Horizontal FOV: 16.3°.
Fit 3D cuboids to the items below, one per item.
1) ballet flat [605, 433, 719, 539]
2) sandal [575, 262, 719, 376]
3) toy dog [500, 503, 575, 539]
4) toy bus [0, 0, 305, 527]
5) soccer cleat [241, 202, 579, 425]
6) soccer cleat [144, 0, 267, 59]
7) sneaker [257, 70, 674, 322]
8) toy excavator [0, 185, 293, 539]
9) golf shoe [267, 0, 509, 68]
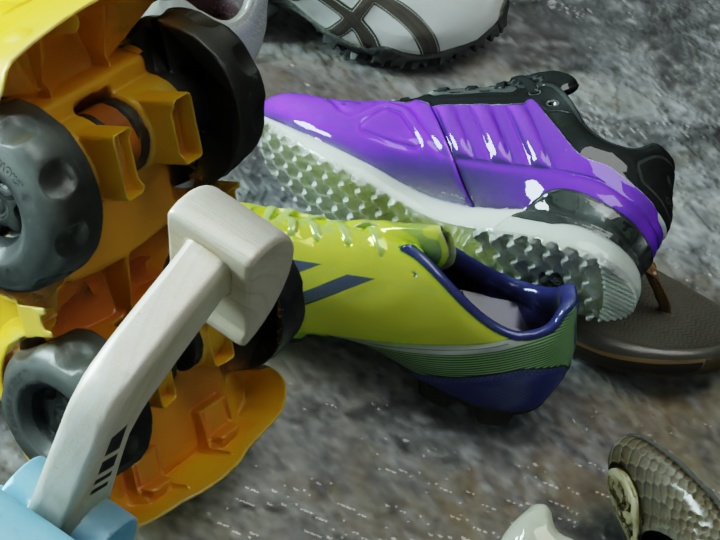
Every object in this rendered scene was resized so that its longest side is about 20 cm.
[{"bbox_3d":[0.152,0.149,1.020,0.046,0.067,0.200,-30,60,-8],"label":"ballet flat"},{"bbox_3d":[0.094,-0.019,1.179,0.200,0.055,0.082,40,41,20],"label":"sandal"},{"bbox_3d":[0.070,0.182,0.895,0.200,0.140,0.194,3,79,-25],"label":"toy dog"},{"bbox_3d":[-0.140,-0.012,0.994,0.192,0.200,0.136,2,25,34],"label":"toy bus"},{"bbox_3d":[0.000,0.000,1.088,0.200,0.084,0.065,21,39,-3],"label":"soccer cleat"},{"bbox_3d":[-0.130,-0.118,1.157,0.200,0.086,0.070,-11,50,-35],"label":"soccer cleat"},{"bbox_3d":[0.052,-0.052,1.139,0.200,0.070,0.100,21,65,19],"label":"sneaker"},{"bbox_3d":[-0.104,0.087,0.841,0.100,0.200,0.194,34,40,13],"label":"toy excavator"},{"bbox_3d":[-0.006,-0.162,1.265,0.200,0.095,0.078,5,41,-24],"label":"golf shoe"}]
